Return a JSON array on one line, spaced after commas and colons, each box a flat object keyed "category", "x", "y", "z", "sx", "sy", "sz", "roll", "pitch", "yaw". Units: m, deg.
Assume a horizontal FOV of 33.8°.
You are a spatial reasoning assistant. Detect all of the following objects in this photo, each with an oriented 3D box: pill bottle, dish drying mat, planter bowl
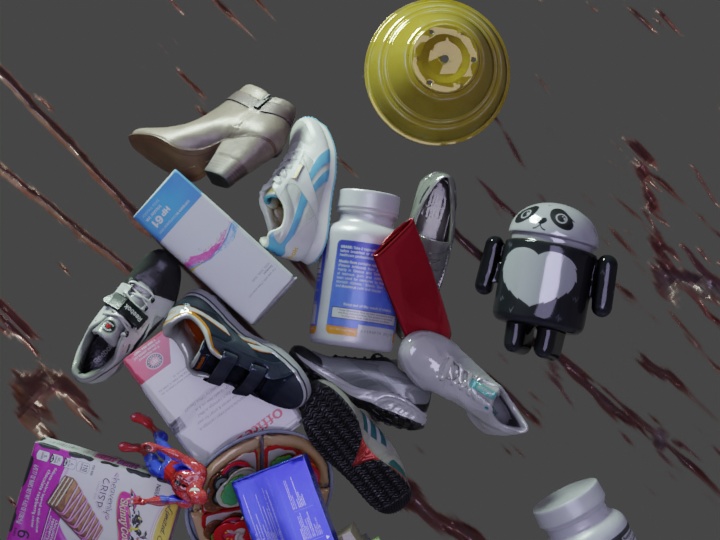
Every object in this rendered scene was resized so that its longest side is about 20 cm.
[{"category": "pill bottle", "x": 0.000, "y": 0.000, "z": 1.530, "sx": 0.111, "sy": 0.112, "sz": 0.201, "roll": 8, "pitch": 87, "yaw": -3}, {"category": "dish drying mat", "x": 0.068, "y": 0.032, "z": 1.510, "sx": 0.077, "sy": 0.018, "sz": 0.201, "roll": -43, "pitch": 131, "yaw": -25}, {"category": "pill bottle", "x": 0.308, "y": 0.379, "z": 1.526, "sx": 0.115, "sy": 0.116, "sz": 0.201, "roll": -28, "pitch": 89, "yaw": -5}, {"category": "planter bowl", "x": 0.107, "y": -0.271, "z": 1.566, "sx": 0.199, "sy": 0.083, "sz": 0.202, "roll": 0, "pitch": 87, "yaw": -4}]

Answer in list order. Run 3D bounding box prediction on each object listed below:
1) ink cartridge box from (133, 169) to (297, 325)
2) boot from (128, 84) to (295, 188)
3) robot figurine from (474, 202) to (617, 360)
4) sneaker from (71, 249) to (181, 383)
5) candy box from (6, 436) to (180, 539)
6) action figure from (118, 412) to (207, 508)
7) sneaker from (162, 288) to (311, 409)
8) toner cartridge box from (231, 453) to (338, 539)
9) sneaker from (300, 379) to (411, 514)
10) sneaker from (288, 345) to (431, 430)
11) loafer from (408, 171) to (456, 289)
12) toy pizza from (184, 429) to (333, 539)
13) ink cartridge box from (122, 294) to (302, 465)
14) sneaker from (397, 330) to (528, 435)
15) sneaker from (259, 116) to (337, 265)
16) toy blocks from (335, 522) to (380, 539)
[{"category": "ink cartridge box", "x": -0.180, "y": -0.024, "z": 1.503, "sx": 0.200, "sy": 0.145, "sz": 0.085, "roll": 41, "pitch": 86, "yaw": 0}, {"category": "boot", "x": -0.186, "y": -0.186, "z": 1.549, "sx": 0.199, "sy": 0.070, "sz": 0.147, "roll": 24, "pitch": 63, "yaw": 25}, {"category": "robot figurine", "x": 0.239, "y": 0.012, "z": 1.537, "sx": 0.149, "sy": 0.125, "sz": 0.201, "roll": 13, "pitch": 86, "yaw": -15}, {"category": "sneaker", "x": -0.298, "y": 0.064, "z": 1.506, "sx": 0.074, "sy": 0.089, "sz": 0.201, "roll": 33, "pitch": 93, "yaw": 1}, {"category": "candy box", "x": -0.335, "y": 0.308, "z": 1.517, "sx": 0.199, "sy": 0.061, "sz": 0.137, "roll": 16, "pitch": 88, "yaw": -3}, {"category": "action figure", "x": -0.257, "y": 0.235, "z": 1.448, "sx": 0.099, "sy": 0.200, "sz": 0.066, "roll": 18, "pitch": 96, "yaw": -41}, {"category": "sneaker", "x": -0.156, "y": 0.112, "z": 1.438, "sx": 0.200, "sy": 0.079, "sz": 0.079, "roll": 37, "pitch": 127, "yaw": 5}, {"category": "toner cartridge box", "x": -0.075, "y": 0.329, "z": 1.414, "sx": 0.094, "sy": 0.043, "sz": 0.201, "roll": -20, "pitch": 85, "yaw": 3}, {"category": "sneaker", "x": -0.009, "y": 0.219, "z": 1.525, "sx": 0.070, "sy": 0.093, "sz": 0.200, "roll": -38, "pitch": 98, "yaw": 6}, {"category": "sneaker", "x": 0.000, "y": 0.140, "z": 1.550, "sx": 0.199, "sy": 0.074, "sz": 0.080, "roll": 23, "pitch": 69, "yaw": -4}, {"category": "loafer", "x": 0.086, "y": -0.031, "z": 1.557, "sx": 0.069, "sy": 0.070, "sz": 0.201, "roll": 9, "pitch": 87, "yaw": -6}, {"category": "toy pizza", "x": -0.123, "y": 0.292, "z": 1.495, "sx": 0.199, "sy": 0.032, "sz": 0.201, "roll": -11, "pitch": 118, "yaw": -20}, {"category": "ink cartridge box", "x": -0.186, "y": 0.154, "z": 1.524, "sx": 0.145, "sy": 0.085, "sz": 0.200, "roll": -36, "pitch": 88, "yaw": -5}, {"category": "sneaker", "x": 0.139, "y": 0.144, "z": 1.514, "sx": 0.200, "sy": 0.088, "sz": 0.075, "roll": 38, "pitch": 79, "yaw": -21}, {"category": "sneaker", "x": -0.083, "y": -0.111, "z": 1.523, "sx": 0.080, "sy": 0.076, "sz": 0.201, "roll": 15, "pitch": 64, "yaw": -28}, {"category": "toy blocks", "x": -0.058, "y": 0.381, "z": 1.499, "sx": 0.199, "sy": 0.137, "sz": 0.100, "roll": -32, "pitch": 85, "yaw": 0}]
